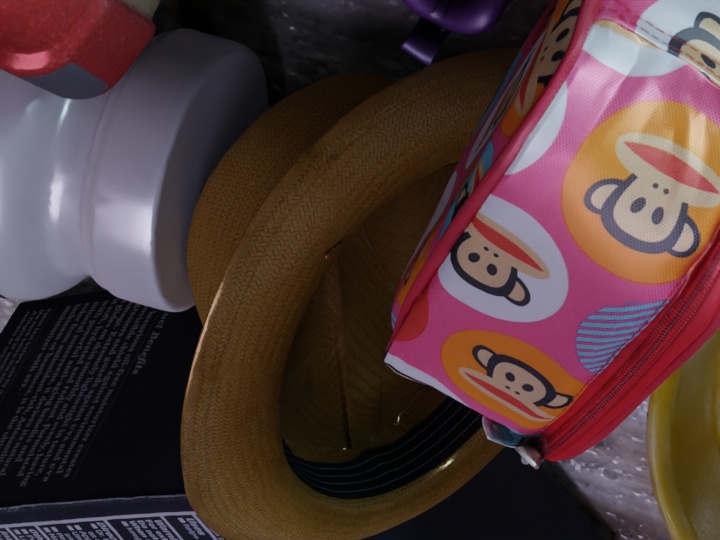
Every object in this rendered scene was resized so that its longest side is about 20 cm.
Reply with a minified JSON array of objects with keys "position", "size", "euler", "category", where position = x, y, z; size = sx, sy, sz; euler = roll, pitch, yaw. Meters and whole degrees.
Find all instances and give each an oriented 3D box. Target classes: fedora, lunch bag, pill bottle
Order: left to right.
[{"position":[-0.141,-0.056,0.916],"size":[0.199,0.117,0.117],"euler":[16,144,17],"category":"pill bottle"},{"position":[0.000,0.000,0.876],"size":[0.082,0.200,0.201],"euler":[43,158,36],"category":"fedora"},{"position":[0.077,-0.051,0.700],"size":[0.082,0.200,0.176],"euler":[31,149,-2],"category":"lunch bag"}]

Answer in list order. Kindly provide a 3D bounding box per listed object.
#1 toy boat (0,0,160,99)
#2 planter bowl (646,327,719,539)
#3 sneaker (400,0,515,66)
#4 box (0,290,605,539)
[{"position":[-0.166,-0.090,0.789],"size":[0.200,0.131,0.130],"euler":[28,-179,14],"category":"toy boat"},{"position":[0.196,0.044,0.818],"size":[0.200,0.084,0.201],"euler":[13,128,17],"category":"planter bowl"},{"position":[0.050,-0.139,0.701],"size":[0.074,0.088,0.200],"euler":[21,145,9],"category":"sneaker"},{"position":[-0.036,0.108,1.050],"size":[0.198,0.123,0.200],"euler":[-7,135,42],"category":"box"}]
